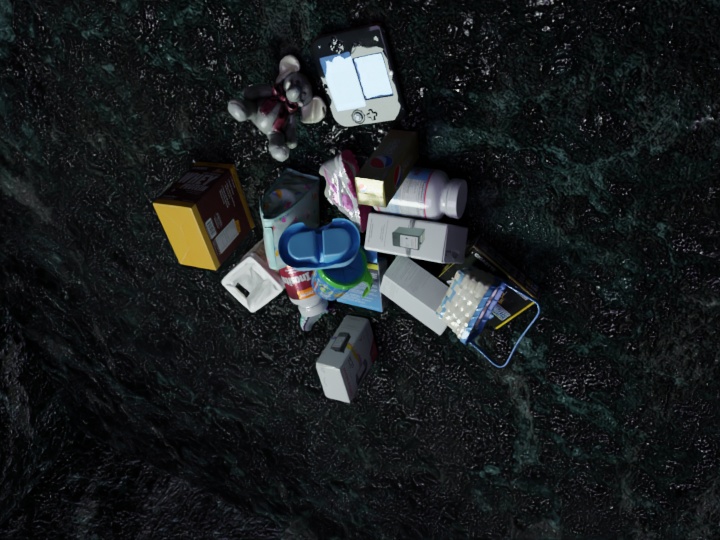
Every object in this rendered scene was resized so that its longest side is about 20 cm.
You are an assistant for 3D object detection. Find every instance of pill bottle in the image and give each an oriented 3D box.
[{"bbox_3d":[-0.155,0.017,1.687,0.111,0.113,0.204,-2,120,34],"label":"pill bottle"},{"bbox_3d":[0.130,-0.170,1.370,0.195,0.110,0.111,11,134,24],"label":"pill bottle"}]

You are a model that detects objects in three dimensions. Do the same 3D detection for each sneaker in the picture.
[{"bbox_3d":[-0.035,-0.182,1.468,0.086,0.082,0.204,-5,118,30],"label":"sneaker"},{"bbox_3d":[-0.124,0.120,1.833,0.086,0.075,0.203,21,136,7],"label":"sneaker"}]

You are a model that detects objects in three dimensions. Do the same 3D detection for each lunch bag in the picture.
[{"bbox_3d":[-0.185,-0.124,1.549,0.119,0.202,0.173,18,138,16],"label":"lunch bag"}]

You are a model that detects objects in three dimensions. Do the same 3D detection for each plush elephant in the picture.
[{"bbox_3d":[-0.164,-0.365,1.359,0.154,0.201,0.165,-38,106,24],"label":"plush elephant"}]

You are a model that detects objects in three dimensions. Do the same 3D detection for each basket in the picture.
[{"bbox_3d":[-0.284,0.006,1.791,0.136,0.124,0.199,44,138,-13],"label":"basket"},{"bbox_3d":[0.285,0.092,1.398,0.199,0.138,0.179,40,115,23],"label":"basket"}]

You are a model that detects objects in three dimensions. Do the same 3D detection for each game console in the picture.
[{"bbox_3d":[-0.004,-0.401,1.303,0.173,0.031,0.203,3,130,32],"label":"game console"}]

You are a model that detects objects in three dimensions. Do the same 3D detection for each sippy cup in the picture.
[{"bbox_3d":[-0.064,0.006,1.563,0.180,0.138,0.131,57,148,13],"label":"sippy cup"}]

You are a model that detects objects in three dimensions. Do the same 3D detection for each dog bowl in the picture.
[{"bbox_3d":[-0.094,-0.056,1.469,0.194,0.115,0.050,-7,160,6],"label":"dog bowl"}]

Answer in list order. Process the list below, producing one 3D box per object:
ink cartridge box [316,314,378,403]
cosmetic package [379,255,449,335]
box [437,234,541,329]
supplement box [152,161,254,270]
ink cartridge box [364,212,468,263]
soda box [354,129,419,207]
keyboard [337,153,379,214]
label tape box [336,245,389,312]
[{"bbox_3d":[-0.035,0.253,1.798,0.084,0.201,0.150,7,133,26],"label":"ink cartridge box"},{"bbox_3d":[0.150,0.060,1.553,0.198,0.082,0.113,35,159,8],"label":"cosmetic package"},{"bbox_3d":[0.304,0.031,1.489,0.199,0.050,0.160,39,140,-5],"label":"box"},{"bbox_3d":[-0.412,-0.150,1.672,0.130,0.201,0.201,8,133,26],"label":"supplement box"},{"bbox_3d":[0.129,-0.074,1.414,0.196,0.145,0.087,11,97,28],"label":"ink cartridge box"},{"bbox_3d":[0.059,-0.217,1.303,0.066,0.201,0.065,10,134,23],"label":"soda box"},{"bbox_3d":[-0.014,-0.190,1.513,0.124,0.021,0.204,1,128,25],"label":"keyboard"},{"bbox_3d":[0.000,0.000,1.646,0.140,0.066,0.204,12,128,24],"label":"label tape box"}]
